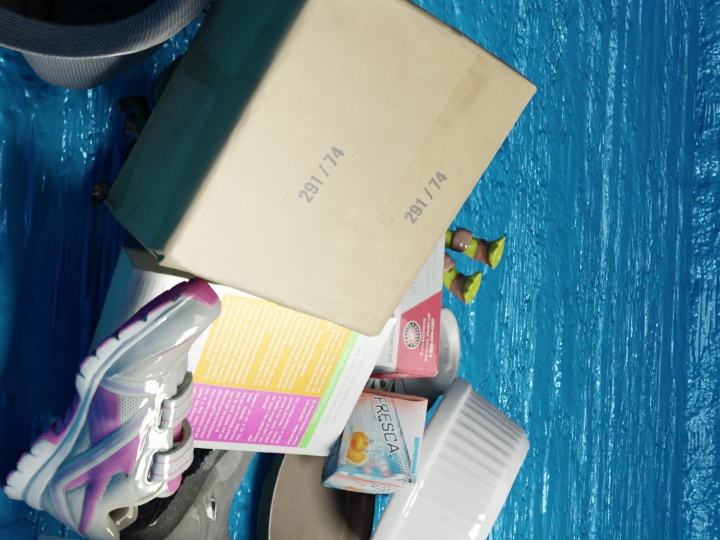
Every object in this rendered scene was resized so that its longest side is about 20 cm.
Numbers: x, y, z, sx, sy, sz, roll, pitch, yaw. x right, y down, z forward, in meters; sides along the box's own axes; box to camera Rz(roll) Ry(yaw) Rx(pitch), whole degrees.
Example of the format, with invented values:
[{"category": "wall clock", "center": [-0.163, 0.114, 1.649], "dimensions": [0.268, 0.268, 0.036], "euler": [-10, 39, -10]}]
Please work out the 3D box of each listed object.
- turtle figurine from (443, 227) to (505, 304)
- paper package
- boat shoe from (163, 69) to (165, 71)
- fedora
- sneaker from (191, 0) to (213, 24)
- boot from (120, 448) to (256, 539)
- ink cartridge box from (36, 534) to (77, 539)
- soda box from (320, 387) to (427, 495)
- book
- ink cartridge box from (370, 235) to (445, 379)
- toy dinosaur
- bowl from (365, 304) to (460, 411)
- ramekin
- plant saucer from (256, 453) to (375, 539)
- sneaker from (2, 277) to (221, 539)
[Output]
[{"category": "turtle figurine", "center": [0.053, -0.029, 1.101], "dimensions": [0.200, 0.161, 0.065], "euler": [-45, 160, -42]}, {"category": "paper package", "center": [-0.023, -0.080, 0.684], "dimensions": [0.190, 0.103, 0.201], "euler": [22, 104, -40]}, {"category": "boat shoe", "center": [-0.088, -0.124, 0.883], "dimensions": [0.201, 0.072, 0.061], "euler": [6, 80, -66]}, {"category": "fedora", "center": [-0.166, -0.183, 0.676], "dimensions": [0.090, 0.175, 0.201], "euler": [101, -1, -62]}, {"category": "sneaker", "center": [-0.096, -0.234, 0.752], "dimensions": [0.075, 0.199, 0.116], "euler": [-28, 112, -30]}, {"category": "boot", "center": [-0.116, 0.180, 0.862], "dimensions": [0.200, 0.069, 0.132], "euler": [-45, 133, -39]}, {"category": "ink cartridge box", "center": [-0.164, 0.293, 0.673], "dimensions": [0.201, 0.144, 0.145], "euler": [-64, 143, -39]}, {"category": "soda box", "center": [0.008, 0.147, 0.921], "dimensions": [0.200, 0.063, 0.069], "euler": [111, -11, -75]}, {"category": "book", "center": [-0.089, 0.066, 0.773], "dimensions": [0.199, 0.048, 0.134], "euler": [11, 112, -32]}, {"category": "ink cartridge box", "center": [-0.031, 0.008, 0.904], "dimensions": [0.199, 0.083, 0.147], "euler": [10, 80, -37]}, {"category": "toy dinosaur", "center": [-0.123, -0.067, 0.754], "dimensions": [0.201, 0.102, 0.077], "euler": [-63, 178, 36]}, {"category": "bowl", "center": [0.043, 0.081, 1.120], "dimensions": [0.200, 0.094, 0.203], "euler": [-7, 98, -62]}, {"category": "ramekin", "center": [0.085, 0.213, 1.053], "dimensions": [0.203, 0.094, 0.203], "euler": [-60, 171, -16]}, {"category": "plant saucer", "center": [-0.043, 0.226, 1.026], "dimensions": [0.200, 0.032, 0.202], "euler": [-2, 92, -63]}, {"category": "sneaker", "center": [-0.134, 0.090, 0.676], "dimensions": [0.200, 0.088, 0.081], "euler": [-52, 180, 26]}]
